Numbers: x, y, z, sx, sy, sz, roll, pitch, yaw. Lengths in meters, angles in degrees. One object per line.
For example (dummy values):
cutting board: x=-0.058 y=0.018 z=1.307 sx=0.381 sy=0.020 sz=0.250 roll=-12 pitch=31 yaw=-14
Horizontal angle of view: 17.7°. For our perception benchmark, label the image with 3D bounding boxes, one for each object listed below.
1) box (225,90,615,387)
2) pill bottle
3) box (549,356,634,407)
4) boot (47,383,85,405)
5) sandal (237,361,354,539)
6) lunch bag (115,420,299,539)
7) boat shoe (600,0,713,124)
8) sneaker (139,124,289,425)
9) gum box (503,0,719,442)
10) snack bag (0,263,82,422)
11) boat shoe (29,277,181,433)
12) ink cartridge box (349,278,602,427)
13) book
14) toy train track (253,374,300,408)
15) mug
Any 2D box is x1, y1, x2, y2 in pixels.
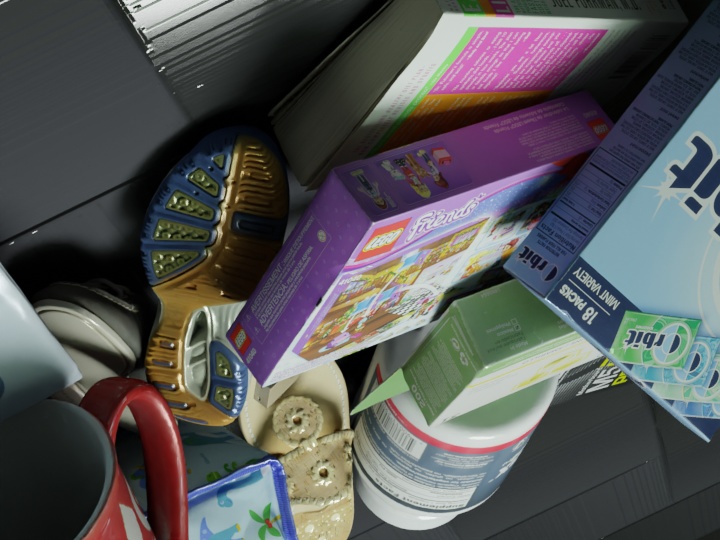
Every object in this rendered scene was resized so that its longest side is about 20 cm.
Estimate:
box: x=0.036 y=-0.019 z=1.224 sx=0.199 sy=0.039 sz=0.137 roll=-19 pitch=154 yaw=-43
pill bottle: x=0.054 y=0.096 z=1.556 sx=0.119 sy=0.120 sz=0.200 roll=-17 pitch=158 yaw=-19
box: x=0.198 y=0.026 z=1.651 sx=0.159 sy=0.044 sz=0.200 roll=-14 pitch=156 yaw=-26
boot: x=-0.215 y=0.109 z=1.327 sx=0.145 sy=0.071 sz=0.200 roll=-13 pitch=151 yaw=12
sandal: x=-0.026 y=0.134 z=1.527 sx=0.077 sy=0.070 sz=0.213 roll=-26 pitch=138 yaw=-16
lunch bag: x=-0.151 y=0.172 z=1.424 sx=0.199 sy=0.128 sz=0.170 roll=-23 pitch=-165 yaw=-16
boat shoe: x=0.170 y=-0.075 z=1.297 sx=0.060 sy=0.072 sz=0.202 roll=21 pitch=118 yaw=-37
sneaker: x=-0.076 y=-0.012 z=1.256 sx=0.075 sy=0.088 sz=0.201 roll=19 pitch=132 yaw=3
gum box: x=0.195 y=-0.031 z=1.250 sx=0.200 sy=0.045 sz=0.170 roll=-51 pitch=130 yaw=0
snack bag: x=-0.255 y=0.041 z=1.134 sx=0.188 sy=0.021 sz=0.200 roll=-28 pitch=142 yaw=-1
boat shoe: x=-0.141 y=0.037 z=1.316 sx=0.066 sy=0.057 sz=0.200 roll=9 pitch=159 yaw=14
ink cartridge box: x=0.089 y=0.048 z=1.357 sx=0.145 sy=0.048 sz=0.200 roll=-20 pitch=165 yaw=-24
book: x=0.067 y=-0.101 z=1.221 sx=0.199 sy=0.048 sz=0.134 roll=-4 pitch=149 yaw=-46
toy train track: x=0.000 y=0.000 z=1.323 sx=0.200 sy=0.032 sz=0.115 roll=-46 pitch=163 yaw=-29
mug: x=-0.138 y=0.171 z=1.243 sx=0.177 sy=0.133 sz=0.201 roll=-37 pitch=132 yaw=-14
